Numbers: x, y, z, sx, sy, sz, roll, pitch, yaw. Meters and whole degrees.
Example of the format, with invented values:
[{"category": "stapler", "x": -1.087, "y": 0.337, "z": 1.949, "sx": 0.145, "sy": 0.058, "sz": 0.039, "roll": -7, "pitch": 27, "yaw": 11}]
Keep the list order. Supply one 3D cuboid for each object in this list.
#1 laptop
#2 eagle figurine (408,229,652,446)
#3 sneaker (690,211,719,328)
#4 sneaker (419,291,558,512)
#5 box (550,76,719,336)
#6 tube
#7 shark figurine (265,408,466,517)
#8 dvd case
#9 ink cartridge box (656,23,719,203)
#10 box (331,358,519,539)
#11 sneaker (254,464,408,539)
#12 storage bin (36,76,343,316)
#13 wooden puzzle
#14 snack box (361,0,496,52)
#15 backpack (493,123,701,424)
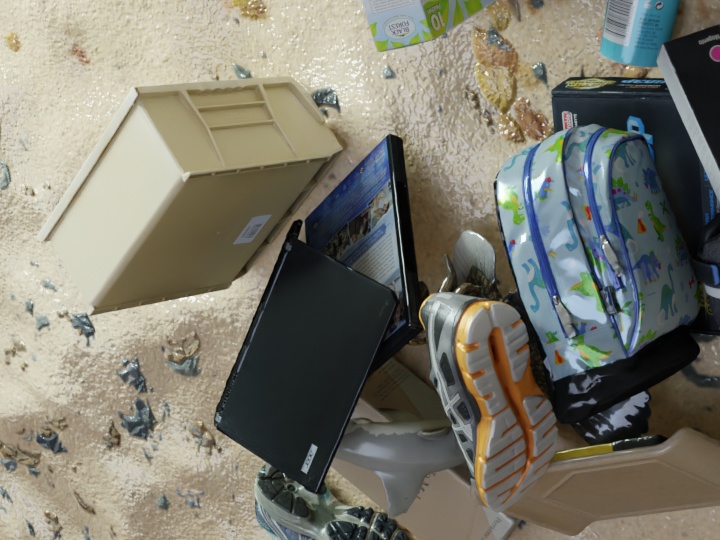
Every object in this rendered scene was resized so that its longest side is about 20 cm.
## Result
[{"category": "laptop", "x": -0.047, "y": 0.066, "z": 1.377, "sx": 0.103, "sy": 0.200, "sz": 0.178, "roll": 23, "pitch": 97, "yaw": -3}, {"category": "eagle figurine", "x": 0.127, "y": 0.079, "z": 1.339, "sx": 0.199, "sy": 0.152, "sz": 0.151, "roll": 26, "pitch": 110, "yaw": -21}, {"category": "sneaker", "x": 0.339, "y": -0.025, "z": 1.172, "sx": 0.199, "sy": 0.073, "sz": 0.112, "roll": -24, "pitch": 108, "yaw": 19}, {"category": "sneaker", "x": 0.095, "y": 0.097, "z": 1.227, "sx": 0.077, "sy": 0.078, "sz": 0.201, "roll": 27, "pitch": 138, "yaw": 46}, {"category": "box", "x": 0.238, "y": -0.052, "z": 1.271, "sx": 0.158, "sy": 0.046, "sz": 0.201, "roll": 6, "pitch": 115, "yaw": 30}, {"category": "tube", "x": 0.220, "y": -0.253, "z": 1.191, "sx": 0.077, "sy": 0.050, "sz": 0.201, "roll": 17, "pitch": 116, "yaw": 20}, {"category": "shark figurine", "x": 0.010, "y": 0.163, "z": 1.367, "sx": 0.213, "sy": 0.128, "sz": 0.090, "roll": 1, "pitch": 93, "yaw": 11}, {"category": "dvd case", "x": 0.000, "y": 0.000, "z": 1.376, "sx": 0.017, "sy": 0.201, "sz": 0.143, "roll": 18, "pitch": 139, "yaw": -29}, {"category": "ink cartridge box", "x": 0.294, "y": -0.087, "z": 1.149, "sx": 0.094, "sy": 0.037, "sz": 0.201, "roll": -19, "pitch": 74, "yaw": -3}, {"category": "box", "x": 0.060, "y": 0.177, "z": 1.472, "sx": 0.200, "sy": 0.078, "sz": 0.095, "roll": 37, "pitch": 126, "yaw": 13}, {"category": "sneaker", "x": -0.024, "y": 0.271, "z": 1.585, "sx": 0.200, "sy": 0.077, "sz": 0.087, "roll": 38, "pitch": 139, "yaw": 21}, {"category": "storage bin", "x": -0.146, "y": -0.068, "z": 1.418, "sx": 0.094, "sy": 0.198, "sz": 0.200, "roll": 56, "pitch": 130, "yaw": 20}, {"category": "wooden puzzle", "x": 0.217, "y": 0.171, "z": 1.325, "sx": 0.199, "sy": 0.185, "sz": 0.037, "roll": -19, "pitch": 62, "yaw": 33}, {"category": "snack box", "x": 0.055, "y": -0.253, "z": 1.155, "sx": 0.053, "sy": 0.200, "sz": 0.143, "roll": -7, "pitch": 109, "yaw": 32}, {"category": "backpack", "x": 0.178, "y": -0.008, "z": 1.211, "sx": 0.154, "sy": 0.163, "sz": 0.201, "roll": -38, "pitch": 75, "yaw": 34}]
